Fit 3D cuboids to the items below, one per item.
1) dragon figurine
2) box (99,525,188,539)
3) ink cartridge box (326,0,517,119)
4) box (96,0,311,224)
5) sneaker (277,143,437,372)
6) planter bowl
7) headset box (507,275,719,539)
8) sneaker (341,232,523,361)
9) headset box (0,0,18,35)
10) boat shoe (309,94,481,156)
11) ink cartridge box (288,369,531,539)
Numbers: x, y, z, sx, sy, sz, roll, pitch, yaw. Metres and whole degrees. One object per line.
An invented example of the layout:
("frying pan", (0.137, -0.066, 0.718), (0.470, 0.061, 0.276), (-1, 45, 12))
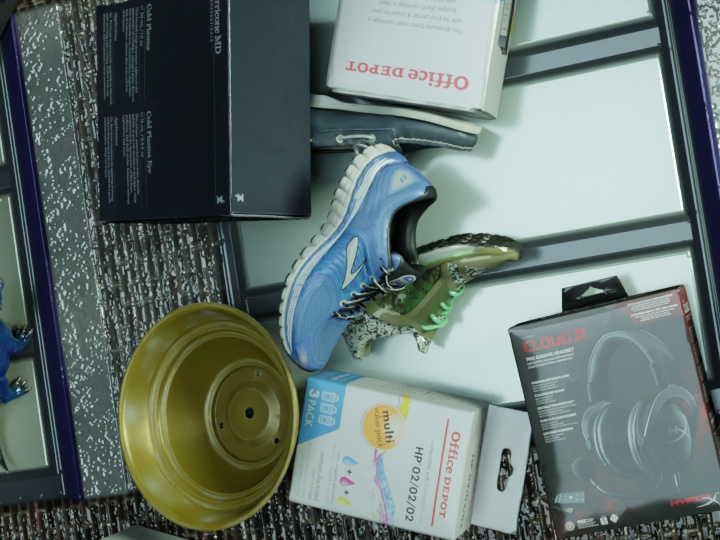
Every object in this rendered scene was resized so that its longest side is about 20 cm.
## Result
("dragon figurine", (-0.374, 0.100, 1.254), (0.058, 0.099, 0.203), (11, 94, 18))
("box", (-0.170, 0.364, 1.174), (0.197, 0.131, 0.202), (12, 95, 18))
("ink cartridge box", (0.062, -0.244, 1.112), (0.146, 0.085, 0.203), (11, 96, 17))
("box", (-0.141, -0.143, 1.141), (0.181, 0.103, 0.203), (1, 91, 42))
("sneaker", (0.000, 0.000, 1.067), (0.089, 0.078, 0.202), (32, 103, 24))
("planter bowl", (-0.121, 0.132, 1.170), (0.198, 0.083, 0.204), (-2, 86, 29))
("headset box", (0.217, 0.108, 1.070), (0.147, 0.077, 0.203), (-13, 88, 18))
("sneaker", (0.059, 0.025, 1.131), (0.198, 0.077, 0.090), (-19, 94, 25))
("headset box", (-0.416, -0.337, 1.265), (0.199, 0.093, 0.176), (32, 100, 15))
("boat shoe", (0.011, -0.118, 1.136), (0.197, 0.075, 0.063), (9, 92, 19))
("ink cartridge box", (0.045, 0.165, 1.131), (0.197, 0.068, 0.117), (10, 94, 18))
